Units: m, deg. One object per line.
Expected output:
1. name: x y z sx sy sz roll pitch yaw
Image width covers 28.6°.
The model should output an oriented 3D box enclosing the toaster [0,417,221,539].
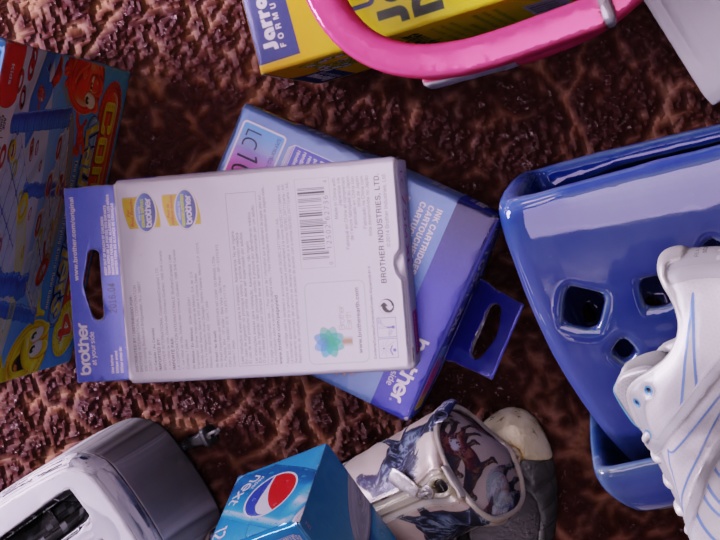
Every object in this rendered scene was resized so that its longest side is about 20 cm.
1. toaster: -0.174 0.172 0.872 0.200 0.129 0.114 -35 87 10

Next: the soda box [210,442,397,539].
1. soda box: 0.002 0.196 0.776 0.064 0.068 0.200 -23 114 25

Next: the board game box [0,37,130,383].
1. board game box: -0.213 -0.035 0.835 0.056 0.196 0.201 14 96 9

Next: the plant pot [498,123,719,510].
1. plant pot: 0.194 0.016 0.768 0.199 0.200 0.180 -14 96 10

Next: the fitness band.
1. fitness band: 0.063 -0.177 0.734 0.199 0.037 0.144 -16 90 15

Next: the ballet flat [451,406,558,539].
1. ballet flat: 0.081 0.183 0.862 0.066 0.057 0.201 10 94 9

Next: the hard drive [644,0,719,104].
1. hard drive: 0.238 -0.197 0.776 0.200 0.026 0.132 -35 85 44

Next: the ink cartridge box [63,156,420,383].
1. ink cartridge box: -0.069 0.002 0.815 0.199 0.042 0.120 -4 93 9

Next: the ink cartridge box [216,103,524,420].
1. ink cartridge box: 0.000 0.000 0.860 0.199 0.076 0.137 24 97 7

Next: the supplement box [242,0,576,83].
1. supplement box: 0.035 -0.189 0.816 0.199 0.109 0.109 -15 90 17

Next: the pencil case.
1. pencil case: -0.004 0.151 0.841 0.200 0.089 0.078 -31 69 24

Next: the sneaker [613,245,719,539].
1. sneaker: 0.161 0.079 0.664 0.086 0.075 0.201 8 104 19
